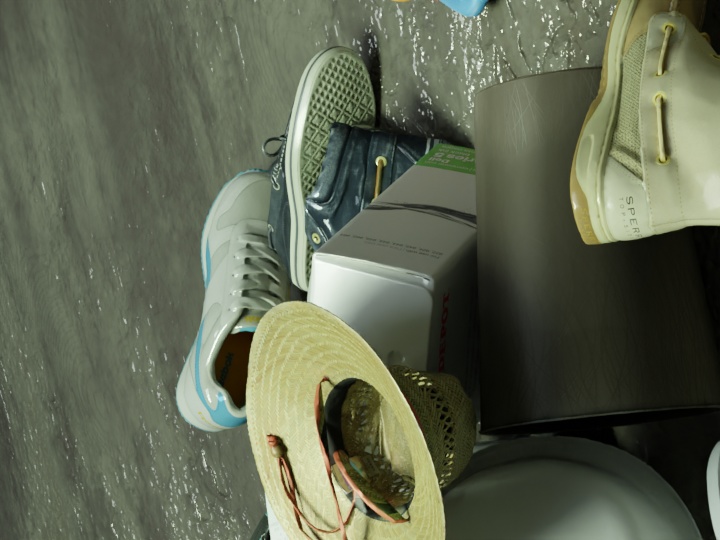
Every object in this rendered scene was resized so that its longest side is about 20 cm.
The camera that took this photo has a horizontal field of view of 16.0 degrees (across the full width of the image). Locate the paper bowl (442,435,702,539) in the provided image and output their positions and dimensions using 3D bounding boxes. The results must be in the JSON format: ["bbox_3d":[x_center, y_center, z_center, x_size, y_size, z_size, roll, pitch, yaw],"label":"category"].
[{"bbox_3d":[0.106,0.190,1.494,0.201,0.200,0.104,57,177,33],"label":"paper bowl"}]

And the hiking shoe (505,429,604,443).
[{"bbox_3d":[0.148,0.169,1.602,0.200,0.076,0.101,63,151,26],"label":"hiking shoe"}]

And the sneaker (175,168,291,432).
[{"bbox_3d":[-0.081,0.021,1.913,0.081,0.076,0.201,-14,66,65],"label":"sneaker"}]

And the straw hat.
[{"bbox_3d":[0.020,0.095,1.464,0.201,0.085,0.202,35,136,43],"label":"straw hat"}]

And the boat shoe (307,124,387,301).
[{"bbox_3d":[0.008,0.000,1.791,0.062,0.073,0.201,17,109,58],"label":"boat shoe"}]

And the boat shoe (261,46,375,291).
[{"bbox_3d":[-0.035,-0.076,1.837,0.062,0.074,0.200,42,141,38],"label":"boat shoe"}]

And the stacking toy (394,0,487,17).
[{"bbox_3d":[-0.014,-0.215,1.614,0.110,0.200,0.116,42,134,47],"label":"stacking toy"}]

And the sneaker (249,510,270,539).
[{"bbox_3d":[-0.044,0.185,1.791,0.075,0.079,0.200,54,136,14],"label":"sneaker"}]

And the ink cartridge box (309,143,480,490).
[{"bbox_3d":[0.043,0.025,1.598,0.084,0.200,0.146,13,116,21],"label":"ink cartridge box"}]

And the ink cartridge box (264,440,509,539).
[{"bbox_3d":[0.032,0.210,1.593,0.050,0.160,0.201,151,115,-66],"label":"ink cartridge box"}]

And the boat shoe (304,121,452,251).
[{"bbox_3d":[0.000,0.000,1.738,0.071,0.091,0.201,-65,-12,-80],"label":"boat shoe"}]

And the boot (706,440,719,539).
[{"bbox_3d":[0.231,0.196,1.471,0.096,0.073,0.201,-42,61,59],"label":"boot"}]

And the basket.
[{"bbox_3d":[0.131,-0.010,1.494,0.136,0.180,0.201,-11,83,33],"label":"basket"}]

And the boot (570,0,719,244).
[{"bbox_3d":[0.208,-0.097,1.386,0.155,0.200,0.073,1,139,25],"label":"boot"}]
